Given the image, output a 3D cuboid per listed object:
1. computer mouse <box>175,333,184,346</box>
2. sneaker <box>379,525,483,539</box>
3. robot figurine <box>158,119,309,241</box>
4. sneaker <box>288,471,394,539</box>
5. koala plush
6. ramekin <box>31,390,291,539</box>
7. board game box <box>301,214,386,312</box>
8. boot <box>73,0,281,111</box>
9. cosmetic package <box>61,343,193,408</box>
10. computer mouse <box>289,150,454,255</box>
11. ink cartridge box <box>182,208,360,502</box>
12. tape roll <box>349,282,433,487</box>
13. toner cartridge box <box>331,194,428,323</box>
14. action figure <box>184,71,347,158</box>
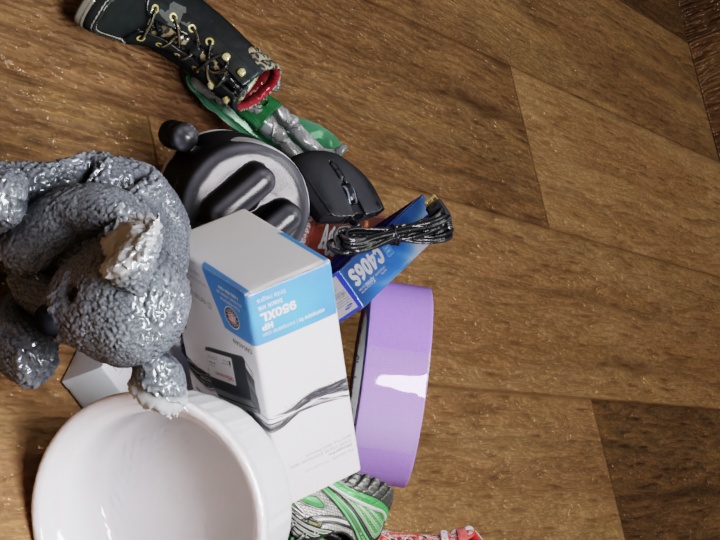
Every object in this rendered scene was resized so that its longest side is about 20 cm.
[{"bbox_3d":[-0.164,0.022,1.571,0.199,0.044,0.111,33,80,-43],"label":"computer mouse"},{"bbox_3d":[0.056,0.288,1.878,0.201,0.107,0.068,27,49,-54],"label":"sneaker"},{"bbox_3d":[-0.120,-0.062,1.690,0.200,0.123,0.152,-148,-122,-69],"label":"robot figurine"},{"bbox_3d":[-0.063,0.211,1.683,0.198,0.078,0.086,22,69,-19],"label":"sneaker"},{"bbox_3d":[-0.187,0.008,1.385,0.200,0.182,0.179,36,-43,57],"label":"koala plush"},{"bbox_3d":[-0.150,0.189,1.452,0.098,0.199,0.203,-13,84,-71],"label":"ramekin"},{"bbox_3d":[-0.025,-0.008,1.836,0.200,0.019,0.104,-2,105,-70],"label":"board game box"},{"bbox_3d":[-0.168,-0.219,1.744,0.153,0.074,0.203,41,20,11],"label":"boot"},{"bbox_3d":[-0.175,0.082,1.632,0.151,0.051,0.201,54,31,-26],"label":"cosmetic package"},{"bbox_3d":[0.006,-0.076,1.735,0.200,0.139,0.047,-132,-139,-57],"label":"computer mouse"},{"bbox_3d":[-0.081,0.072,1.525,0.084,0.144,0.202,-22,119,-26],"label":"ink cartridge box"},{"bbox_3d":[0.026,0.113,1.842,0.200,0.065,0.203,-171,-90,-86],"label":"tape roll"},{"bbox_3d":[0.000,0.000,1.740,0.043,0.095,0.200,55,34,-5],"label":"toner cartridge box"},{"bbox_3d":[-0.107,-0.164,1.851,0.199,0.055,0.118,37,34,-2],"label":"action figure"}]
